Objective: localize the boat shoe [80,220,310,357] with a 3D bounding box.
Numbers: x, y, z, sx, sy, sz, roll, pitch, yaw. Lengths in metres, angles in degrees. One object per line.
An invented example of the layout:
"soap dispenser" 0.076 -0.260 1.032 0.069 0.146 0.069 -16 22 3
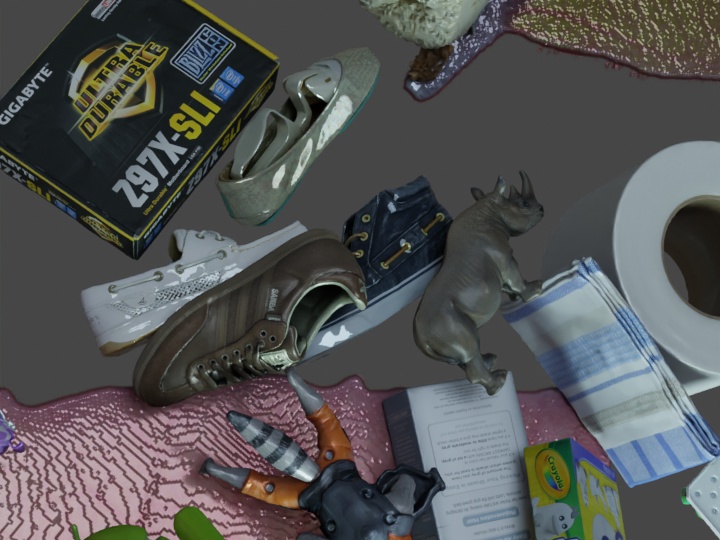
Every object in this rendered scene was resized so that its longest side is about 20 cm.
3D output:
"boat shoe" -0.128 -0.003 1.419 0.199 0.071 0.070 -27 87 -23

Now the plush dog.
"plush dog" 0.028 -0.268 1.530 0.171 0.161 0.200 36 38 6

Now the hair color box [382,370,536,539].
"hair color box" 0.092 0.191 1.459 0.098 0.061 0.201 -8 79 -23

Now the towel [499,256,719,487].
"towel" 0.204 0.088 1.481 0.024 0.147 0.201 -37 92 -30

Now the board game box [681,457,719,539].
"board game box" 0.406 0.210 1.593 0.200 0.026 0.200 -41 93 -24

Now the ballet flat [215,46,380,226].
"ballet flat" -0.050 -0.125 1.477 0.201 0.067 0.062 -57 131 -23

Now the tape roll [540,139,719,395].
"tape roll" 0.273 0.004 1.533 0.201 0.139 0.204 6 74 -19

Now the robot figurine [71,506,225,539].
"robot figurine" -0.143 0.264 1.317 0.199 0.116 0.176 29 100 -8

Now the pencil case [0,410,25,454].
"pencil case" -0.322 0.062 1.319 0.085 0.084 0.201 -25 86 -4

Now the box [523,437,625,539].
"box" 0.182 0.246 1.432 0.117 0.048 0.201 37 44 -57

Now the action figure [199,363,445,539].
"action figure" -0.039 0.194 1.371 0.193 0.105 0.200 41 82 12

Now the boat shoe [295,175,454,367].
"boat shoe" 0.000 0.000 1.472 0.200 0.071 0.091 -32 89 -32

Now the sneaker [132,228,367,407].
"sneaker" -0.085 0.049 1.371 0.200 0.070 0.076 -39 54 1

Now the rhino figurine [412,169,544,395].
"rhino figurine" 0.103 -0.002 1.456 0.087 0.060 0.201 31 63 -17

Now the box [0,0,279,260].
"box" -0.183 -0.130 1.423 0.159 0.049 0.200 35 66 6
